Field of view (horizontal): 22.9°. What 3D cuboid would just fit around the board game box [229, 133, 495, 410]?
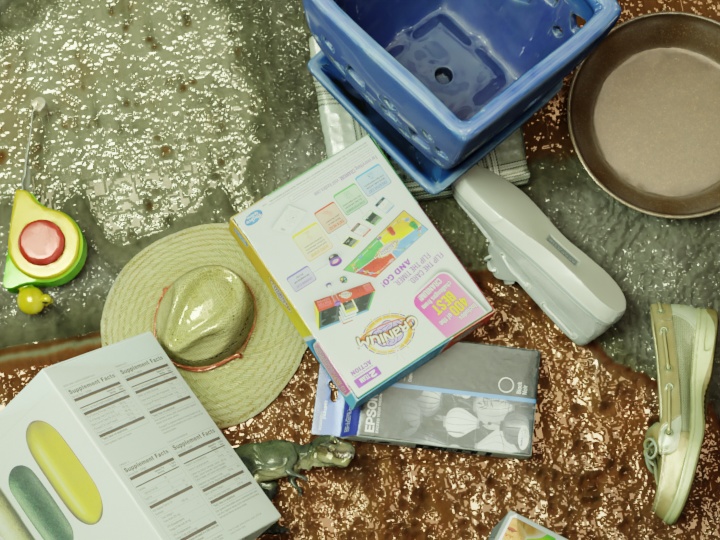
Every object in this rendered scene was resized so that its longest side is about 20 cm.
[{"bbox_3d":[0.000,0.000,1.579,0.153,0.040,0.200,-32,79,-14],"label":"board game box"}]

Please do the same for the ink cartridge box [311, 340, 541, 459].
[{"bbox_3d":[0.059,0.111,1.599,0.200,0.039,0.100,5,79,1],"label":"ink cartridge box"}]

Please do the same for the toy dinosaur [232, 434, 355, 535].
[{"bbox_3d":[-0.103,0.189,1.579,0.200,0.047,0.088,0,74,4],"label":"toy dinosaur"}]

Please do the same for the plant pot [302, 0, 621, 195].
[{"bbox_3d":[0.077,-0.197,1.552,0.200,0.180,0.200,-41,79,-19],"label":"plant pot"}]

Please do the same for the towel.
[{"bbox_3d":[0.055,-0.164,1.659,0.192,0.035,0.200,-7,78,-2],"label":"towel"}]

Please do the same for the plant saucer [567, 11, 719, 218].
[{"bbox_3d":[0.291,-0.142,1.656,0.200,0.037,0.201,0,78,-1],"label":"plant saucer"}]

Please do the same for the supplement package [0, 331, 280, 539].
[{"bbox_3d":[-0.207,0.186,1.493,0.152,0.151,0.200,-42,79,29],"label":"supplement package"}]

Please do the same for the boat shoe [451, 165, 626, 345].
[{"bbox_3d":[0.150,-0.013,1.614,0.200,0.072,0.069,40,120,1],"label":"boat shoe"}]

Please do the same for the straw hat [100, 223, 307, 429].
[{"bbox_3d":[-0.140,0.040,1.587,0.201,0.085,0.201,0,78,-1],"label":"straw hat"}]

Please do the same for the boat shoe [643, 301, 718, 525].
[{"bbox_3d":[0.276,0.126,1.583,0.063,0.073,0.201,9,75,9],"label":"boat shoe"}]

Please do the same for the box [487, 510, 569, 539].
[{"bbox_3d":[0.171,0.334,1.514,0.200,0.097,0.177,28,70,5],"label":"box"}]

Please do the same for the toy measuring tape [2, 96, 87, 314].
[{"bbox_3d":[-0.279,-0.057,1.616,0.074,0.074,0.200,6,78,1],"label":"toy measuring tape"}]
